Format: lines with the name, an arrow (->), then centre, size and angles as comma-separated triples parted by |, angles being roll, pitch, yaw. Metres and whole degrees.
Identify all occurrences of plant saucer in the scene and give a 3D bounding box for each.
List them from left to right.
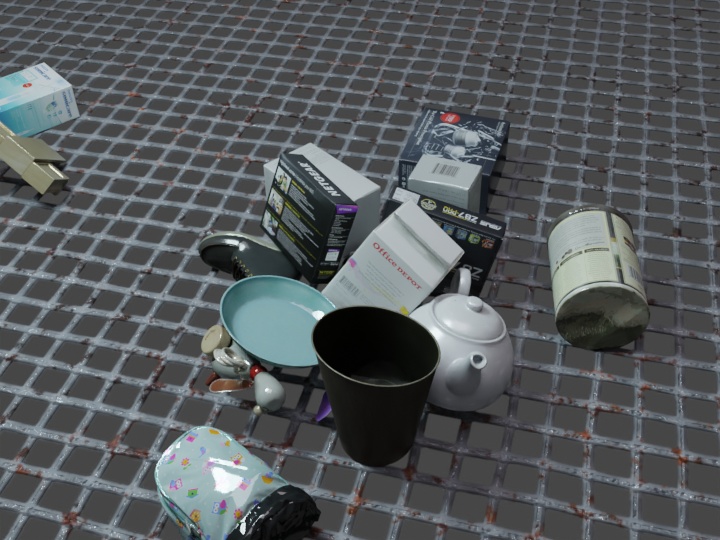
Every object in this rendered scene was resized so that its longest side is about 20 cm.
plant saucer -> -0.120, 0.085, 1.287 | 0.199, 0.036, 0.200 | 15, 36, -11

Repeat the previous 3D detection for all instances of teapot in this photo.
teapot -> 0.149, 0.100, 1.262 | 0.197, 0.147, 0.200 | -15, 42, -43

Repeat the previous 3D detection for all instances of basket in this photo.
basket -> 0.023, 0.171, 1.178 | 0.180, 0.201, 0.136 | 17, 46, 21

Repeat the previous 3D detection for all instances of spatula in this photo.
spatula -> -0.018, 0.161, 1.314 | 0.021, 0.057, 0.200 | 44, 43, -2

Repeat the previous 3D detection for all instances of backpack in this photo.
backpack -> -0.174, 0.298, 1.101 | 0.200, 0.127, 0.167 | 30, 54, 34

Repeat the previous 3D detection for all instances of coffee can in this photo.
coffee can -> 0.386, 0.009, 1.384 | 0.146, 0.147, 0.200 | 3, 42, 5

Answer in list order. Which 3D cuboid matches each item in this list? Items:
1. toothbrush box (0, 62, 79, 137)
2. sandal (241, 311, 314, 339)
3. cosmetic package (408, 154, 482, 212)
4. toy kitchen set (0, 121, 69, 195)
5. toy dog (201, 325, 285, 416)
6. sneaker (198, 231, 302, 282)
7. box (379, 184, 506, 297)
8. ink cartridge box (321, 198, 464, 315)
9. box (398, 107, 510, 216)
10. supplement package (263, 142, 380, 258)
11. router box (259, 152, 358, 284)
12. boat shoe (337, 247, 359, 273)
toothbrush box -> -0.762, -0.375, 1.894 | 0.200, 0.086, 0.146 | -29, 49, -29
sandal -> -0.107, 0.102, 1.353 | 0.199, 0.054, 0.080 | -1, 37, -32
cosmetic package -> 0.145, -0.091, 1.465 | 0.112, 0.201, 0.081 | 13, 43, 19
toy kitchen set -> -0.717, -0.187, 1.711 | 0.200, 0.181, 0.163 | 40, 7, -2
toy dog -> -0.187, 0.164, 1.267 | 0.132, 0.097, 0.200 | 32, 5, -17
sneaker -> -0.204, -0.003, 1.470 | 0.199, 0.075, 0.106 | 10, 41, 12
box -> 0.126, -0.042, 1.411 | 0.199, 0.162, 0.049 | 20, 45, 3
ink cartridge box -> 0.058, -0.003, 1.334 | 0.129, 0.200, 0.125 | 44, 42, 2
box -> 0.188, -0.220, 1.676 | 0.181, 0.104, 0.200 | 12, 44, 13
supplement package -> -0.072, -0.129, 1.571 | 0.121, 0.120, 0.200 | -30, 49, -30
router box -> -0.092, -0.091, 1.431 | 0.051, 0.150, 0.200 | -1, 32, -36
boat shoe -> 0.000, 0.000, 1.470 | 0.073, 0.062, 0.200 | 16, 45, 19
